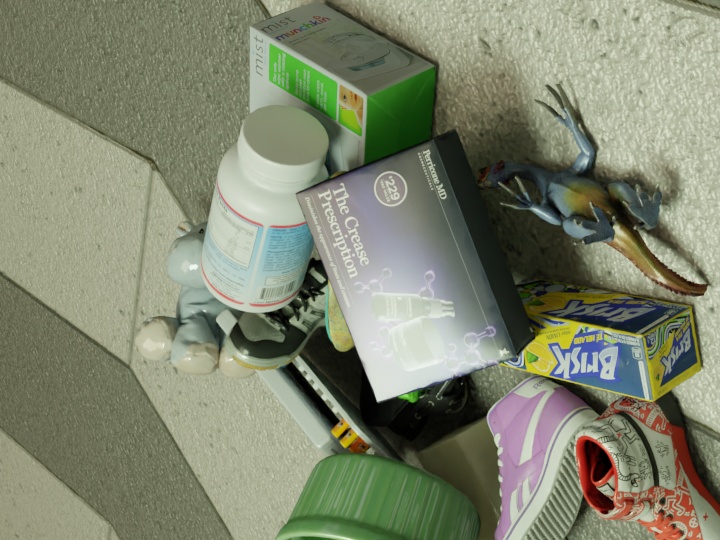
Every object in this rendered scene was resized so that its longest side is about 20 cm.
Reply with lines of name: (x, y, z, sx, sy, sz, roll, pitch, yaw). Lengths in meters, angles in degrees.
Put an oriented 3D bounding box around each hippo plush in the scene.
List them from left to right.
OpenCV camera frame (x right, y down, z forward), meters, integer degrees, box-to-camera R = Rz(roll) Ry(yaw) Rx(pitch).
hippo plush: (-0.163, 0.028, 1.772, 0.159, 0.200, 0.161, 15, 103, 12)

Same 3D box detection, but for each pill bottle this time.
pill bottle: (-0.090, -0.060, 1.447, 0.109, 0.109, 0.200, 47, 143, 24)

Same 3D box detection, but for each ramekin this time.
ramekin: (0.023, 0.263, 1.482, 0.200, 0.098, 0.200, 16, 151, 9)

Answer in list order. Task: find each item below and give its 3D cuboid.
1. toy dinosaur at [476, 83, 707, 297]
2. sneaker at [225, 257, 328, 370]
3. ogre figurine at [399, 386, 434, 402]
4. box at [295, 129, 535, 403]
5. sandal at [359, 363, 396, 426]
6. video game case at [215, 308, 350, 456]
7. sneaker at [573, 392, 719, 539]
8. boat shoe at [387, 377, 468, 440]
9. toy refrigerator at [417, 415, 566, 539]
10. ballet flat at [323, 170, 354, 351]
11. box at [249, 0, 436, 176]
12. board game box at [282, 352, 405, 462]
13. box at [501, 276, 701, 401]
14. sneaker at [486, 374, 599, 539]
toy dinosaur: (0.176, -0.050, 1.286, 0.200, 0.105, 0.181, 59, 169, -14)
sneaker: (-0.064, 0.029, 1.555, 0.076, 0.200, 0.088, 36, 133, 19)
ogre figurine: (0.076, 0.011, 1.411, 0.098, 0.120, 0.201, -6, 101, 18)
box: (0.049, -0.004, 1.311, 0.141, 0.079, 0.200, -21, 94, 20)
sandal: (0.016, 0.062, 1.547, 0.076, 0.043, 0.201, -178, 91, -70)
video game case: (-0.065, 0.143, 1.642, 0.200, 0.023, 0.182, 48, -179, 29)
sneaker: (0.257, 0.211, 1.315, 0.067, 0.108, 0.202, -19, 96, 56)
boat shoe: (0.078, 0.126, 1.550, 0.066, 0.070, 0.200, 41, 140, 0)
toy refrigerator: (0.148, 0.253, 1.531, 0.076, 0.070, 0.200, -33, 85, 53)
ballet flat: (0.000, 0.000, 1.423, 0.071, 0.071, 0.200, 29, 134, 41)
box: (-0.021, -0.138, 1.486, 0.176, 0.097, 0.200, 35, 137, 34)
board game box: (-0.003, 0.172, 1.586, 0.200, 0.026, 0.200, 48, 178, -40)
box: (0.201, 0.058, 1.328, 0.200, 0.070, 0.064, 10, 120, 51)
sneaker: (0.159, 0.197, 1.457, 0.114, 0.073, 0.201, 38, 114, 40)
